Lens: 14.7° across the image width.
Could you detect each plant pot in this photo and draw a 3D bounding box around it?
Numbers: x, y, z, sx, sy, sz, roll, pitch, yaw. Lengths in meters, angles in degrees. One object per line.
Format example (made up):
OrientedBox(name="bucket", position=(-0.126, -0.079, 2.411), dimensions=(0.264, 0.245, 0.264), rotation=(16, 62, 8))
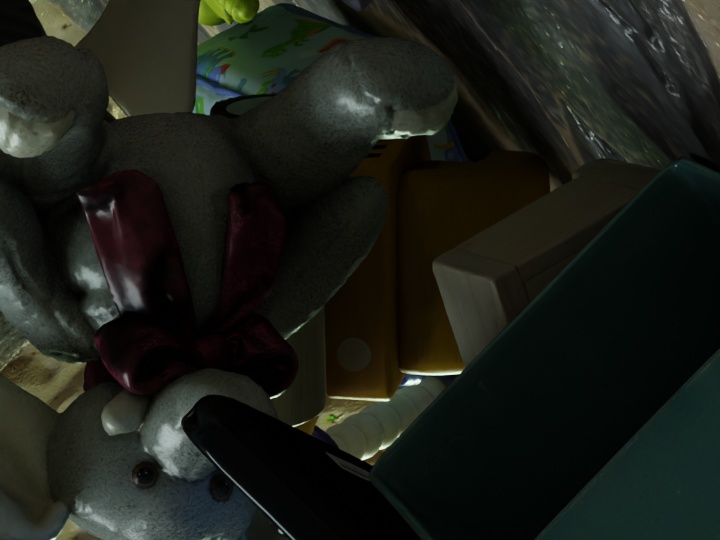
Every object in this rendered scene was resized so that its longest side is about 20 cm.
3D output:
OrientedBox(name="plant pot", position=(0.132, 0.093, 0.840), dimensions=(0.200, 0.141, 0.141), rotation=(45, 179, -17))

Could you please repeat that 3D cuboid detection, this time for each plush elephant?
OrientedBox(name="plush elephant", position=(-0.066, 0.027, 0.954), dimensions=(0.200, 0.165, 0.155), rotation=(-44, 52, 53))

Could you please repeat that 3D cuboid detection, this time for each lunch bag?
OrientedBox(name="lunch bag", position=(-0.011, -0.035, 1.337), dimensions=(0.200, 0.082, 0.161), rotation=(29, 144, 60))

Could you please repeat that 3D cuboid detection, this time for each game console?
OrientedBox(name="game console", position=(0.004, 0.146, 0.863), dimensions=(0.176, 0.116, 0.200), rotation=(43, -178, 20))

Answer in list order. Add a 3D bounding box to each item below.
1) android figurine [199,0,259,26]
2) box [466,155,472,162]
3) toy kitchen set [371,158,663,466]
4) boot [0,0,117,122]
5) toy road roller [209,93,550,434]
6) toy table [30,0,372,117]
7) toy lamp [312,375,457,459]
OrientedBox(name="android figurine", position=(-0.108, -0.185, 1.325), dimensions=(0.200, 0.041, 0.182), rotation=(48, 178, 39))
OrientedBox(name="box", position=(0.053, -0.022, 1.427), dimensions=(0.200, 0.048, 0.117), rotation=(48, 178, 44))
OrientedBox(name="toy kitchen set", position=(0.081, 0.030, 1.034), dimensions=(0.200, 0.163, 0.180), rotation=(17, 131, 56))
OrientedBox(name="boot", position=(-0.124, -0.044, 1.108), dimensions=(0.200, 0.073, 0.182), rotation=(61, -178, -46))
OrientedBox(name="toy road roller", position=(0.000, 0.000, 1.137), dimensions=(0.200, 0.146, 0.123), rotation=(-58, -32, -72))
OrientedBox(name="toy table", position=(-0.096, -0.154, 1.115), dimensions=(0.200, 0.117, 0.184), rotation=(48, 178, 7))
OrientedBox(name="toy lamp", position=(0.015, 0.073, 1.340), dimensions=(0.058, 0.058, 0.200), rotation=(47, -150, 10))
